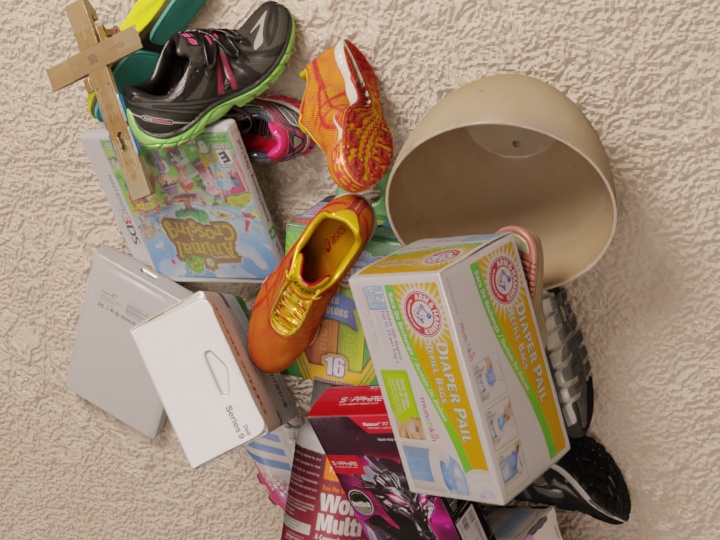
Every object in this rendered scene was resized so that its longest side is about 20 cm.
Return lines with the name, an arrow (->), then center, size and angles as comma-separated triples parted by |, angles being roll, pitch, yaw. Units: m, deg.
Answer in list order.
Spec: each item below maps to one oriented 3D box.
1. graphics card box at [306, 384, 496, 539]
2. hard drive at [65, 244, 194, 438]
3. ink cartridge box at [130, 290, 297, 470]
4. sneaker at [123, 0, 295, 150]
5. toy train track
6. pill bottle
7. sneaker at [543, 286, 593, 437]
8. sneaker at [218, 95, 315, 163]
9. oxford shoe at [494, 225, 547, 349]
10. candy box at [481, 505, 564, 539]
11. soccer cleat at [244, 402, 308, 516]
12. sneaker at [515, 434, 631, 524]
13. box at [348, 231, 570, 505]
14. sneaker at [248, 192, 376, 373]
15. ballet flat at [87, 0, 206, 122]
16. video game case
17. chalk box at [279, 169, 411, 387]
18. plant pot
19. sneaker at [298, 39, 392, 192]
graphics card box -> 0.042, 0.204, 1.003 | 0.124, 0.051, 0.202 | -7, 116, 41
hard drive -> -0.264, 0.084, 1.210 | 0.131, 0.026, 0.202 | 28, 123, 10
ink cartridge box -> -0.140, 0.104, 1.048 | 0.083, 0.200, 0.148 | -27, 85, 2
sneaker -> -0.141, -0.198, 1.008 | 0.076, 0.200, 0.084 | 28, 154, 44
toy train track -> -0.244, -0.170, 1.052 | 0.113, 0.032, 0.203 | -19, 91, 23
pill bottle -> -0.020, 0.220, 1.105 | 0.108, 0.109, 0.203 | 9, 89, 17
sneaker -> 0.156, 0.072, 1.045 | 0.114, 0.075, 0.203 | -14, 92, 29
sneaker -> -0.145, -0.155, 1.075 | 0.197, 0.075, 0.082 | 9, 110, 18
oxford shoe -> 0.135, 0.042, 0.951 | 0.070, 0.073, 0.202 | 35, 133, 32
candy box -> 0.133, 0.336, 1.097 | 0.198, 0.071, 0.170 | -13, 103, 45
soccer cleat -> -0.080, 0.200, 1.168 | 0.086, 0.070, 0.201 | -40, 90, 27
sneaker -> 0.181, 0.200, 1.061 | 0.199, 0.076, 0.087 | 35, 130, -16
box -> 0.084, 0.079, 0.889 | 0.112, 0.101, 0.203 | -5, 106, 47
sneaker -> -0.057, 0.015, 0.960 | 0.072, 0.077, 0.202 | 32, 116, 6
ballet flat -> -0.227, -0.245, 1.090 | 0.200, 0.066, 0.067 | -47, 67, 24
video game case -> -0.183, -0.067, 1.101 | 0.197, 0.022, 0.184 | 1, 125, 31
chalk box -> 0.000, 0.000, 1.043 | 0.123, 0.124, 0.203 | 9, 110, 17
plant pot -> 0.130, -0.096, 0.943 | 0.197, 0.136, 0.202 | 8, 138, 7
sneaker -> -0.018, -0.132, 0.975 | 0.077, 0.201, 0.073 | -34, 124, 22
